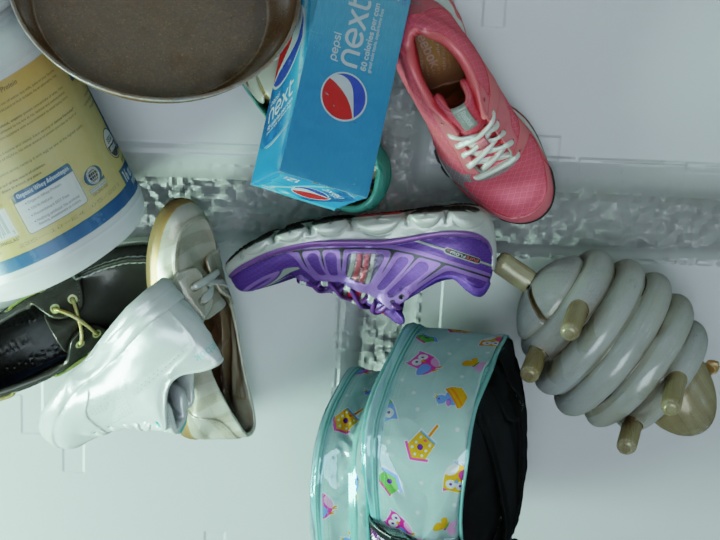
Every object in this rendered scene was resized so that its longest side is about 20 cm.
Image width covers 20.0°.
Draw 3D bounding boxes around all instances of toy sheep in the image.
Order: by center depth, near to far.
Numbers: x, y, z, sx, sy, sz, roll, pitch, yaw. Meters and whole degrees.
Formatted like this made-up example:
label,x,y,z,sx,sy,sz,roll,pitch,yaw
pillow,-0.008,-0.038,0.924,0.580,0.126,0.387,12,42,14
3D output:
label,x,y,z,sx,sy,sz,roll,pitch,yaw
toy sheep,0.180,0.051,1.500,0.200,0.138,0.138,40,105,-7

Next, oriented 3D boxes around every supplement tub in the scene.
label,x,y,z,sx,sy,sz,roll,pitch,yaw
supplement tub,-0.254,-0.095,1.426,0.144,0.145,0.200,-23,110,7

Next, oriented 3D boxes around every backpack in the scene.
label,x,y,z,sx,sy,sz,roll,pitch,yaw
backpack,0.047,0.139,1.495,0.153,0.176,0.200,15,125,12

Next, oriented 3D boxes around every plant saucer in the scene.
label,x,y,z,sx,sy,sz,roll,pitch,yaw
plant saucer,-0.141,-0.188,1.392,0.200,0.201,0.035,11,147,-5

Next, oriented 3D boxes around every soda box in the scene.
label,x,y,z,sx,sy,sz,roll,pitch,yaw
soda box,-0.015,-0.148,1.402,0.068,0.064,0.201,16,78,-19

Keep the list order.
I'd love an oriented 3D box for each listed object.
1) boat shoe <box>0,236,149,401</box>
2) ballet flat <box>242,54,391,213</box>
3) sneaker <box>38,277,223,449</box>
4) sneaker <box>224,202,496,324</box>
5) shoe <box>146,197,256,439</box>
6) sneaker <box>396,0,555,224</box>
label,x,y,z,sx,sy,sz,roll,pitch,yaw
boat shoe,-0.225,0.043,1.523,0.201,0.061,0.072,-29,109,9
ballet flat,-0.042,-0.122,1.460,0.067,0.070,0.200,-33,107,12
sneaker,-0.167,0.093,1.496,0.088,0.075,0.200,45,136,2
sneaker,0.000,0.000,1.487,0.199,0.081,0.084,-5,93,7
shoe,-0.112,0.039,1.515,0.053,0.070,0.201,12,123,30
sneaker,0.073,-0.107,1.460,0.074,0.087,0.200,-31,109,10
